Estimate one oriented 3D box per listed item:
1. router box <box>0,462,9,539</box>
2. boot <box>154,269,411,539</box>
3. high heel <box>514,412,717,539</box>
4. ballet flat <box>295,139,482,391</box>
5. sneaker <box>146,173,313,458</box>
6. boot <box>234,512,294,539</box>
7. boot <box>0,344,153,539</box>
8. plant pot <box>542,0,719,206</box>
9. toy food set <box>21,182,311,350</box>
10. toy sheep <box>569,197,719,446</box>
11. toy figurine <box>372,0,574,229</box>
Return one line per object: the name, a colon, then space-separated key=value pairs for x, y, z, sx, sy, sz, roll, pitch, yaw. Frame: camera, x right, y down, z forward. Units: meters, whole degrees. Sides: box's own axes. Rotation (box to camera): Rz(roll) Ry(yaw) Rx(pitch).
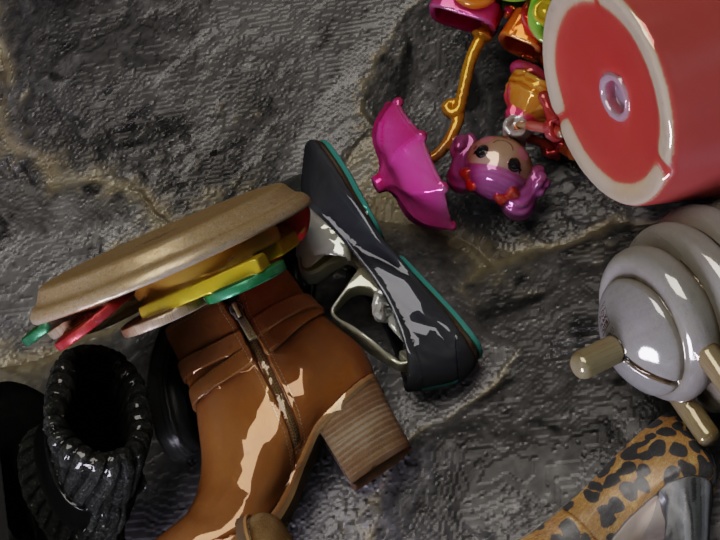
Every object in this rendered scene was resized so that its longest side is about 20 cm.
router box: x=-0.264 y=0.211 z=1.299 sx=0.062 sy=0.150 sz=0.201 roll=3 pitch=51 yaw=-23
boot: x=-0.085 y=0.098 z=1.313 sx=0.199 sy=0.077 sz=0.156 roll=-33 pitch=76 yaw=-7
high heel: x=0.114 y=0.153 z=1.240 sx=0.199 sy=0.072 sz=0.143 roll=-5 pitch=50 yaw=17
ballet flat: x=0.000 y=0.000 z=1.359 sx=0.073 sy=0.073 sz=0.200 roll=-35 pitch=68 yaw=-3
sneaker: x=-0.078 y=0.030 z=1.399 sx=0.104 sy=0.060 sz=0.201 roll=-10 pitch=52 yaw=22
boot: x=0.001 y=0.214 z=1.215 sx=0.075 sy=0.074 sz=0.200 roll=-39 pitch=74 yaw=7
boot: x=-0.195 y=0.103 z=1.328 sx=0.079 sy=0.159 sz=0.211 roll=-17 pitch=45 yaw=-28
plant pot: x=0.221 y=-0.131 z=1.261 sx=0.176 sy=0.201 sz=0.201 roll=-19 pitch=49 yaw=-22
toy food set: x=-0.120 y=0.001 z=1.305 sx=0.199 sy=0.198 sz=0.049 roll=-21 pitch=96 yaw=16
toy sheep: x=0.211 y=0.025 z=1.239 sx=0.199 sy=0.139 sz=0.138 roll=-19 pitch=46 yaw=-29
toy figurine: x=0.093 y=-0.107 z=1.393 sx=0.199 sy=0.150 sz=0.185 roll=25 pitch=83 yaw=7
